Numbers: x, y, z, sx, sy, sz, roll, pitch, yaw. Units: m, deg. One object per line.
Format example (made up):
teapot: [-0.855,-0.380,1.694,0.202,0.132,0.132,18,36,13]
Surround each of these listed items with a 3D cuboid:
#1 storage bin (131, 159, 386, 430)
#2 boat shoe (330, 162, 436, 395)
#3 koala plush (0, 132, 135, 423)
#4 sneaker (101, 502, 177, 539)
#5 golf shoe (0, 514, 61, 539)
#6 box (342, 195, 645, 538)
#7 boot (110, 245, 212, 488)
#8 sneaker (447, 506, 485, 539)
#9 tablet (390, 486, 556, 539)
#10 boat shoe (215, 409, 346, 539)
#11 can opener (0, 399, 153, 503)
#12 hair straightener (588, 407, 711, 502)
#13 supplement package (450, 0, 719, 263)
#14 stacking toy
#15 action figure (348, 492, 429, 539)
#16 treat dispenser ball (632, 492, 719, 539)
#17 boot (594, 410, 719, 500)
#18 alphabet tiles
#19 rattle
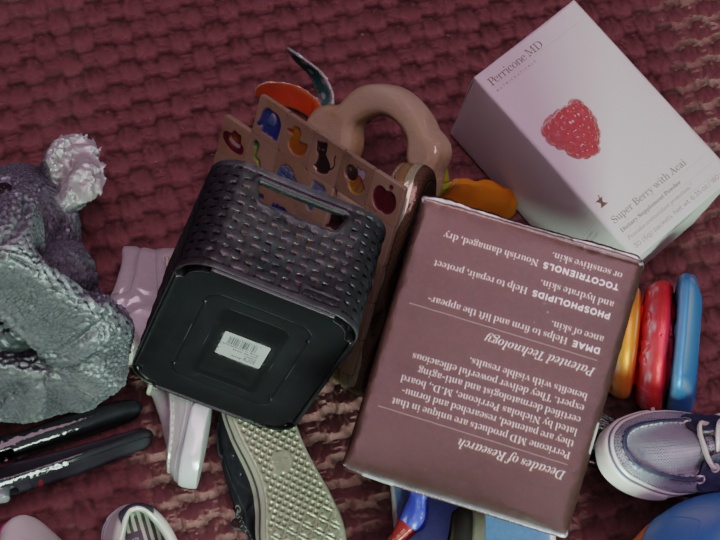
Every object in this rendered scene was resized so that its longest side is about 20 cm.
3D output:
storage bin: [-0.077,0.024,1.252,0.134,0.200,0.094,21,58,-8]
boat shoe: [0.000,0.000,1.359,0.076,0.072,0.201,26,111,19]
koala plush: [-0.262,-0.003,1.311,0.183,0.177,0.201,34,29,-36]
sneaker: [-0.151,0.272,1.295,0.073,0.071,0.201,-21,78,-13]
golf shoe: [-0.202,0.237,1.263,0.075,0.092,0.200,6,30,-47]
box: [0.093,0.072,1.237,0.163,0.166,0.201,16,84,3]
boot: [-0.162,0.074,1.363,0.095,0.074,0.201,5,62,-4]
sneaker: [0.030,0.266,1.303,0.105,0.075,0.201,15,79,7]
tablet: [0.090,0.203,1.362,0.129,0.014,0.202,-8,73,10]
boat shoe: [-0.064,0.183,1.340,0.074,0.062,0.201,-14,75,-26]
can opener: [-0.259,0.145,1.330,0.199,0.079,0.064,-8,68,-20]
hair straightener: [0.223,0.135,1.391,0.199,0.077,0.041,20,32,7]
supplement package: [0.190,-0.099,1.433,0.121,0.120,0.200,-38,80,-17]
stacking toy: [0.177,0.057,1.404,0.198,0.116,0.111,5,66,9]
action figure: [0.051,0.132,1.348,0.099,0.065,0.200,43,87,11]
treat dispenser ball: [0.283,0.268,1.281,0.199,0.201,0.202,2,72,-6]
boot: [0.282,0.131,1.315,0.199,0.090,0.073,3,64,-29]
alphabet tiles: [-0.053,-0.037,1.361,0.008,0.168,0.200,-14,39,-45]
rattle: [0.024,-0.115,1.453,0.142,0.131,0.200,-20,40,-35]
